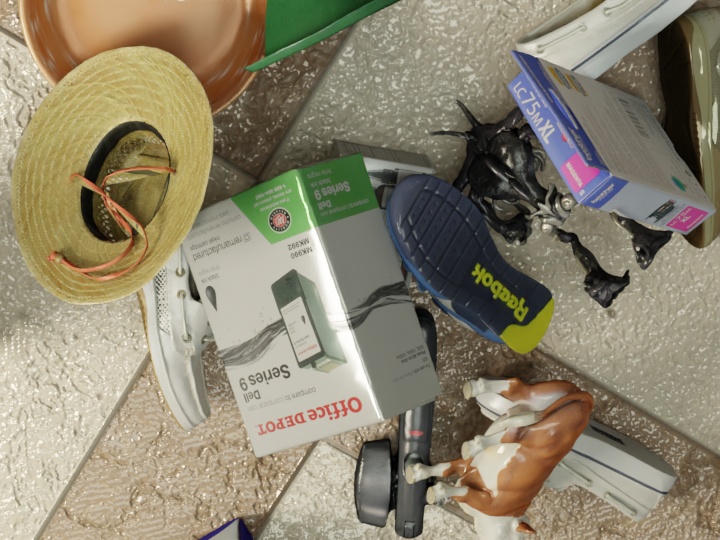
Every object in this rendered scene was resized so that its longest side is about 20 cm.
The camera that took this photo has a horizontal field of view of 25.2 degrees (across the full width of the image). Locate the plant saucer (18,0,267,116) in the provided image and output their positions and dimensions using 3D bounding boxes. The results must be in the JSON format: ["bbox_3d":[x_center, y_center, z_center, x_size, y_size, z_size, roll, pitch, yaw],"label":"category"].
[{"bbox_3d":[-0.164,-0.209,1.248,0.198,0.037,0.202,-2,107,-5],"label":"plant saucer"}]

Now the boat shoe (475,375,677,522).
[{"bbox_3d":[0.177,0.157,1.390,0.199,0.072,0.066,26,104,-19],"label":"boat shoe"}]

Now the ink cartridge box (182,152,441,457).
[{"bbox_3d":[-0.041,0.029,1.250,0.145,0.084,0.202,-20,89,39],"label":"ink cartridge box"}]

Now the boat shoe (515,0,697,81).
[{"bbox_3d":[0.205,-0.227,1.268,0.201,0.075,0.086,-37,105,17],"label":"boat shoe"}]

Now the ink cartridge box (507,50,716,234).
[{"bbox_3d":[0.186,-0.096,1.227,0.042,0.120,0.199,-41,150,24],"label":"ink cartridge box"}]

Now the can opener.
[{"bbox_3d":[0.043,0.133,1.367,0.078,0.063,0.202,5,108,-11],"label":"can opener"}]

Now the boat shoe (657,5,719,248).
[{"bbox_3d":[0.285,-0.115,1.308,0.064,0.072,0.202,-16,115,-17],"label":"boat shoe"}]

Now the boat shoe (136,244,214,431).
[{"bbox_3d":[-0.142,0.034,1.312,0.069,0.071,0.202,-12,108,0],"label":"boat shoe"}]

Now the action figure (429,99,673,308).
[{"bbox_3d":[0.149,-0.063,1.298,0.200,0.102,0.119,42,109,4],"label":"action figure"}]

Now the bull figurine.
[{"bbox_3d":[0.114,0.160,1.318,0.120,0.065,0.201,4,132,-27],"label":"bull figurine"}]

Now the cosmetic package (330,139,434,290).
[{"bbox_3d":[0.000,0.000,1.327,0.082,0.051,0.202,9,107,-8],"label":"cosmetic package"}]

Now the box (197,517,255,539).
[{"bbox_3d":[-0.131,0.354,1.401,0.183,0.105,0.201,-30,108,4],"label":"box"}]

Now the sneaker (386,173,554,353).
[{"bbox_3d":[0.074,-0.005,1.292,0.074,0.082,0.200,-52,128,-12],"label":"sneaker"}]

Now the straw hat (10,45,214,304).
[{"bbox_3d":[-0.169,-0.061,1.227,0.201,0.201,0.085,-45,148,10],"label":"straw hat"}]

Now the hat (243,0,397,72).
[{"bbox_3d":[-0.039,-0.266,1.198,0.165,0.200,0.177,-20,100,36],"label":"hat"}]
